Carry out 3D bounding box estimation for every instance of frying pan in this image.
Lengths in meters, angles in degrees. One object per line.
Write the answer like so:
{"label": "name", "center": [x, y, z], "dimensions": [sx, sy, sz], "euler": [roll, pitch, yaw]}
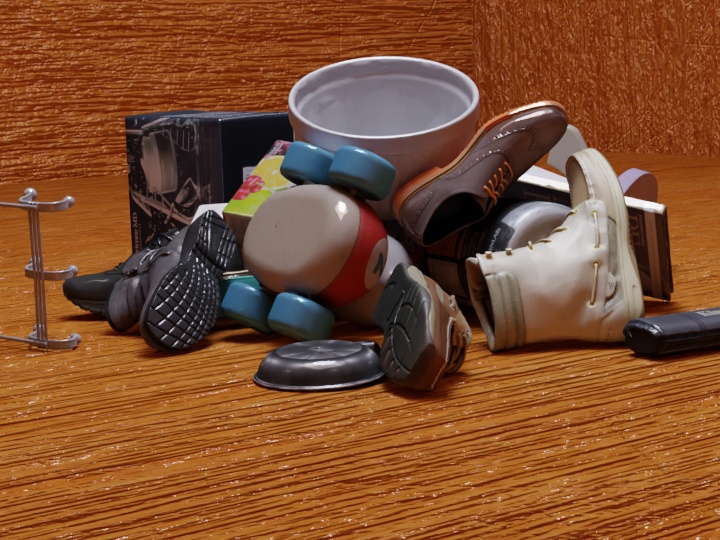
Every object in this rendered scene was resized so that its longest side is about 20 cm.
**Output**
{"label": "frying pan", "center": [-0.001, 0.076, 1.485], "dimensions": [0.189, 0.031, 0.115], "euler": [-8, 11, -26]}

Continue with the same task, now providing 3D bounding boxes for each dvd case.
{"label": "dvd case", "center": [0.229, -0.038, 1.817], "dimensions": [0.199, 0.149, 0.016], "euler": [14, 57, 23]}

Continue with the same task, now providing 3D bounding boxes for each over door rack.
{"label": "over door rack", "center": [-0.356, -0.004, 1.691], "dimensions": [0.199, 0.149, 0.066], "euler": [3, 11, 29]}

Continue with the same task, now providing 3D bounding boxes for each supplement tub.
{"label": "supplement tub", "center": [0.143, -0.014, 1.761], "dimensions": [0.122, 0.124, 0.200], "euler": [-5, 9, -26]}

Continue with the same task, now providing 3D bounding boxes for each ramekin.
{"label": "ramekin", "center": [0.026, -0.136, 1.803], "dimensions": [0.198, 0.106, 0.201], "euler": [-2, 31, 1]}

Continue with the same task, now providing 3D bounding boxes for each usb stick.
{"label": "usb stick", "center": [0.325, 0.051, 1.572], "dimensions": [0.199, 0.033, 0.055], "euler": [-6, 8, -33]}

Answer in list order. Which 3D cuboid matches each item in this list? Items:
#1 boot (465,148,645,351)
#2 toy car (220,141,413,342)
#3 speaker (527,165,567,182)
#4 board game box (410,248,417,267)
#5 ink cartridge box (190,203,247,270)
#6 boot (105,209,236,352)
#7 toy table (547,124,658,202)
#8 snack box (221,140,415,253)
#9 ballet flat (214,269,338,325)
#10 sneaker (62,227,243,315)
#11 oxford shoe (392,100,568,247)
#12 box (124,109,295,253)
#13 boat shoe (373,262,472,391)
{"label": "boot", "center": [0.173, -0.021, 1.614], "dimensions": [0.153, 0.201, 0.072], "euler": [-5, -27, -7]}
{"label": "toy car", "center": [0.000, 0.000, 1.692], "dimensions": [0.199, 0.186, 0.176], "euler": [28, -10, -33]}
{"label": "speaker", "center": [0.148, -0.092, 1.930], "dimensions": [0.199, 0.082, 0.081], "euler": [23, 18, 26]}
{"label": "board game box", "center": [0.073, -0.014, 2.002], "dimensions": [0.146, 0.065, 0.200], "euler": [-1, 6, 10]}
{"label": "ink cartridge box", "center": [-0.093, -0.026, 1.935], "dimensions": [0.198, 0.068, 0.117], "euler": [-4, 30, 13]}
{"label": "boot", "center": [-0.200, 0.033, 1.695], "dimensions": [0.131, 0.070, 0.200], "euler": [-28, 20, 29]}
{"label": "toy table", "center": [0.263, -0.068, 2.028], "dimensions": [0.116, 0.185, 0.200], "euler": [19, 6, 21]}
{"label": "snack box", "center": [-0.029, -0.069, 1.863], "dimensions": [0.199, 0.053, 0.143], "euler": [11, 43, 21]}
{"label": "ballet flat", "center": [-0.081, 0.020, 1.783], "dimensions": [0.198, 0.069, 0.063], "euler": [-3, -6, -19]}
{"label": "sneaker", "center": [-0.219, 0.001, 1.847], "dimensions": [0.198, 0.092, 0.076], "euler": [-4, 10, -7]}
{"label": "oxford shoe", "center": [0.129, -0.090, 1.704], "dimensions": [0.199, 0.071, 0.073], "euler": [-37, 37, 5]}
{"label": "box", "center": [-0.184, -0.095, 2.136], "dimensions": [0.123, 0.202, 0.196], "euler": [-9, 10, -41]}
{"label": "boat shoe", "center": [0.061, 0.051, 1.469], "dimensions": [0.073, 0.076, 0.200], "euler": [27, 16, -12]}
